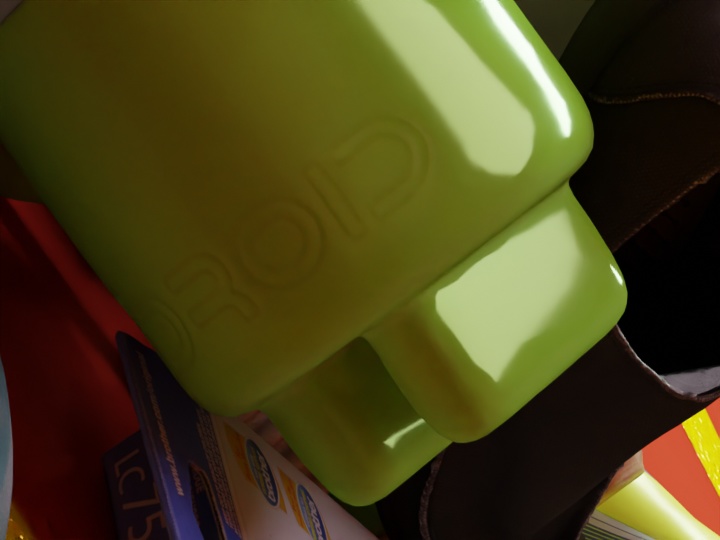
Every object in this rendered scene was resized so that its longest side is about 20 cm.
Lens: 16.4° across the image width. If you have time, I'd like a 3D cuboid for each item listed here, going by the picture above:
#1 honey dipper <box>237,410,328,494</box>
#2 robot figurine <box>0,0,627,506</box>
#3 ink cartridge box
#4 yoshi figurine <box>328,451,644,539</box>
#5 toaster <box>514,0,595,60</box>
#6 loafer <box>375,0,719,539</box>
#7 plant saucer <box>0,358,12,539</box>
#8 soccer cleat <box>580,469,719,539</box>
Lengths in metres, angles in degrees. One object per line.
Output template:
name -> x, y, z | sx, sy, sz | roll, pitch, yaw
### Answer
honey dipper -> -0.075, -0.015, 0.667 | 0.200, 0.038, 0.038 | 52, 16, -12
robot figurine -> -0.026, -0.048, 0.582 | 0.116, 0.175, 0.200 | -36, 89, -41
ink cartridge box -> -0.004, 0.111, 0.628 | 0.200, 0.042, 0.120 | 47, 17, -42
yoshi figurine -> 0.000, -0.003, 0.745 | 0.200, 0.112, 0.112 | 58, 22, 9
toaster -> 0.121, -0.073, 0.741 | 0.181, 0.119, 0.200 | -28, 92, -45
loafer -> 0.060, 0.016, 0.642 | 0.073, 0.200, 0.071 | -2, 40, -30
plant saucer -> -0.130, -0.009, 0.497 | 0.200, 0.027, 0.200 | 52, 17, -23
soccer cleat -> 0.087, 0.095, 0.829 | 0.084, 0.065, 0.200 | 4, 38, -43
